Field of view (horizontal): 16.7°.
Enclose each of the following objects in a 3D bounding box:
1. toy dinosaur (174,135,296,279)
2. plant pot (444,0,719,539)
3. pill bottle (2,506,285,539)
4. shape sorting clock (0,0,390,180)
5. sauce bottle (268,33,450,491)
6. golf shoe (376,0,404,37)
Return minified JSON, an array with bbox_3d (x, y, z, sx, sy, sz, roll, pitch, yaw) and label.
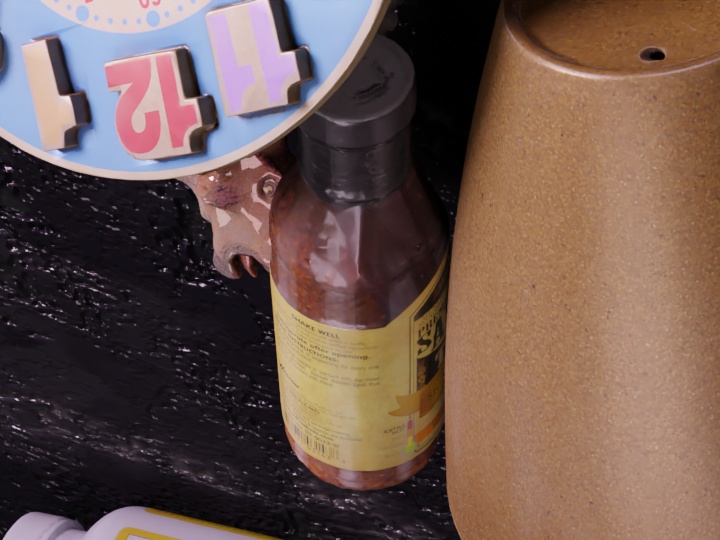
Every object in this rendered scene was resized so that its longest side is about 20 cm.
[{"bbox_3d":[-0.079,-0.093,0.872,0.135,0.086,0.200,6,142,26],"label":"toy dinosaur"},{"bbox_3d":[0.104,-0.009,0.812,0.186,0.187,0.200,7,134,24],"label":"plant pot"},{"bbox_3d":[-0.092,0.187,1.291,0.199,0.112,0.112,11,148,19],"label":"pill bottle"},{"bbox_3d":[-0.075,-0.126,0.750,0.199,0.039,0.201,7,108,24],"label":"shape sorting clock"},{"bbox_3d":[0.000,0.000,0.851,0.066,0.066,0.200,15,146,12],"label":"sauce bottle"},{"bbox_3d":[0.001,-0.134,0.764,0.097,0.078,0.200,37,146,-13],"label":"golf shoe"}]
